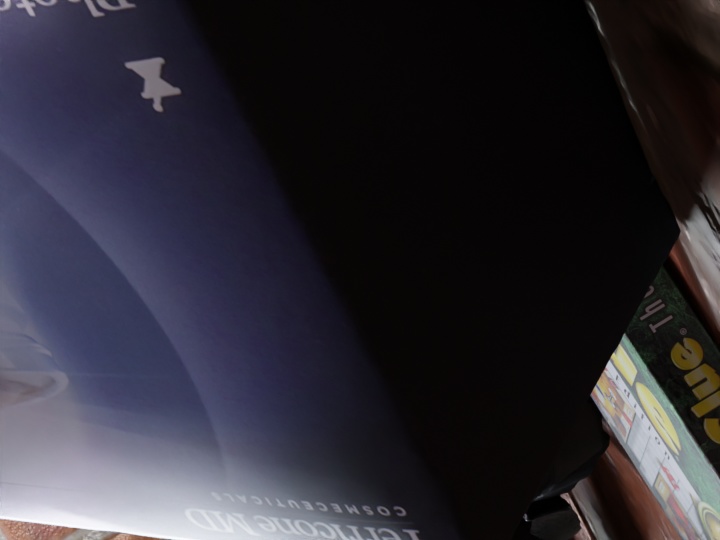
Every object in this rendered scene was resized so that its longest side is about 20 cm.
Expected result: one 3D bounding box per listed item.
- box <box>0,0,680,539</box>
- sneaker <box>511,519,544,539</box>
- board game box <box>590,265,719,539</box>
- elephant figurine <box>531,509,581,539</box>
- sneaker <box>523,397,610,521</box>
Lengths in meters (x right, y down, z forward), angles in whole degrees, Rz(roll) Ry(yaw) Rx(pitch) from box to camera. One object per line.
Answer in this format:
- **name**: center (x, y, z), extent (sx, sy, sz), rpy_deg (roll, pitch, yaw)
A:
- **box**: center (-0.062, -0.045, 0.489), extent (0.199, 0.123, 0.199), rpy_deg (1, 133, 36)
- **sneaker**: center (0.055, 0.145, 0.881), extent (0.200, 0.076, 0.091), rpy_deg (45, -134, -47)
- **board game box**: center (0.073, 0.020, 0.596), extent (0.200, 0.023, 0.105), rpy_deg (58, 172, 15)
- **elephant figurine**: center (0.004, 0.172, 1.047), extent (0.155, 0.142, 0.200), rpy_deg (32, 154, 24)
- **sneaker**: center (0.012, 0.053, 0.785), extent (0.200, 0.111, 0.077), rpy_deg (5, 114, 64)
